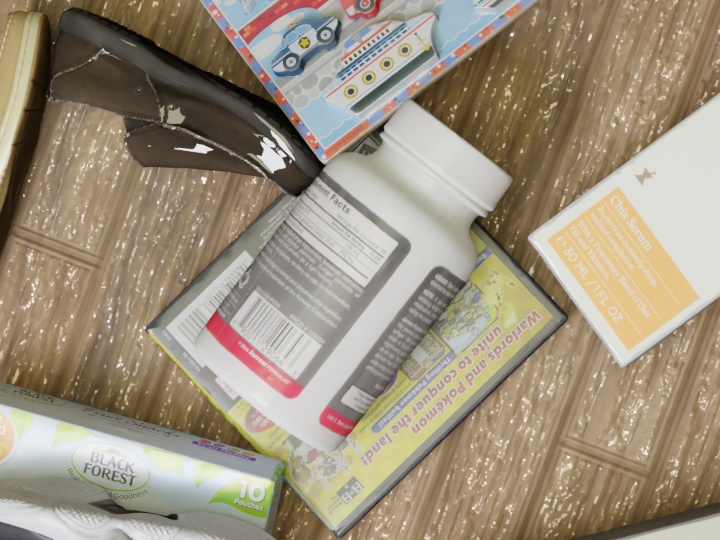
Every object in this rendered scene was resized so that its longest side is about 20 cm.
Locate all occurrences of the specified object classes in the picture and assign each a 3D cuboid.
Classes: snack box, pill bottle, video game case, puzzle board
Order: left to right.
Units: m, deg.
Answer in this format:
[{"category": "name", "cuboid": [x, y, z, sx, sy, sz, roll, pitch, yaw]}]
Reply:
[{"category": "snack box", "cuboid": [-0.158, 0.163, 1.676, 0.199, 0.053, 0.143, 14, 102, 7]}, {"category": "video game case", "cuboid": [-0.003, 0.033, 1.684, 0.200, 0.026, 0.181, -44, 84, 4]}, {"category": "pill bottle", "cuboid": [0.000, 0.000, 1.616, 0.111, 0.111, 0.200, 38, 93, 6]}, {"category": "puzzle board", "cuboid": [0.015, -0.180, 1.656, 0.200, 0.017, 0.151, -38, 63, 1]}]

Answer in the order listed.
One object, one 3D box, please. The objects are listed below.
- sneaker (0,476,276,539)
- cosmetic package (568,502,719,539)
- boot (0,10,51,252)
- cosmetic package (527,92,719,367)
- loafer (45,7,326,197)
[{"category": "sneaker", "cuboid": [-0.152, 0.194, 1.613, 0.199, 0.075, 0.114, 12, 100, 3]}, {"category": "cosmetic package", "cuboid": [0.154, 0.199, 1.622, 0.199, 0.107, 0.091, -17, 86, 5]}, {"category": "boot", "cuboid": [-0.286, -0.085, 1.696, 0.155, 0.073, 0.201, 19, 97, 4]}, {"category": "cosmetic package", "cuboid": [0.211, -0.039, 1.636, 0.200, 0.071, 0.102, -37, 85, 4]}, {"category": "loafer", "cuboid": [-0.111, -0.092, 1.679, 0.199, 0.073, 0.072, 30, 97, 18]}]
